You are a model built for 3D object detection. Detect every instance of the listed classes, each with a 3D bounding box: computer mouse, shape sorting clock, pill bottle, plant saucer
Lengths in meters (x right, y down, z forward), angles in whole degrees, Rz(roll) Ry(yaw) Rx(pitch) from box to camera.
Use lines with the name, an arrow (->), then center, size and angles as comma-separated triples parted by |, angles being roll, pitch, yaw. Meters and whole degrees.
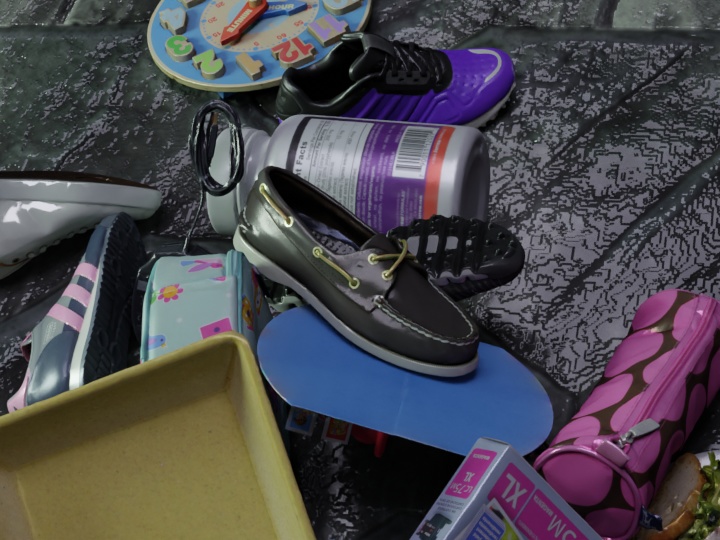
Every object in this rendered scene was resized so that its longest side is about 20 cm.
computer mouse -> -0.124, -0.028, 1.412 | 0.058, 0.034, 0.201 | 17, 93, 12
shape sorting clock -> -0.088, -0.223, 1.647 | 0.199, 0.039, 0.201 | -5, 47, 6
pill bottle -> -0.010, -0.060, 1.431 | 0.199, 0.112, 0.112 | 6, 49, 16
plant saucer -> -0.126, 0.163, 1.144 | 0.199, 0.048, 0.201 | -21, 80, 6

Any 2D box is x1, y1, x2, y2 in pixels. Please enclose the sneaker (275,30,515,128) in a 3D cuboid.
sneaker -> 0.027, -0.151, 1.514 | 0.199, 0.100, 0.070 | -16, 49, -3

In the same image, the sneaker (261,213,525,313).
sneaker -> 0.031, 0.017, 1.362 | 0.199, 0.091, 0.067 | -11, 40, 22

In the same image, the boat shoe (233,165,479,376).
boat shoe -> 0.000, 0.000, 1.277 | 0.201, 0.061, 0.072 | 32, 33, 23

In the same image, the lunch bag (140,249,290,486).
lunch bag -> -0.091, 0.094, 1.279 | 0.077, 0.161, 0.201 | -9, 52, 10

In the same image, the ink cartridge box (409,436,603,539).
ink cartridge box -> 0.062, 0.216, 1.140 | 0.200, 0.119, 0.042 | -52, 25, -17

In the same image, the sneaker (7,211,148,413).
sneaker -> -0.213, 0.034, 1.419 | 0.082, 0.070, 0.200 | -14, 38, 20

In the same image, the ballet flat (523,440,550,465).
ballet flat -> 0.090, 0.182, 1.219 | 0.072, 0.072, 0.201 | 5, 50, 16

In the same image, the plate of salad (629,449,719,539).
plate of salad -> 0.244, 0.187, 1.198 | 0.199, 0.048, 0.201 | -5, 47, 6

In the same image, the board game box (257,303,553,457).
board game box -> 0.026, 0.085, 1.249 | 0.199, 0.039, 0.158 | 16, 25, 1

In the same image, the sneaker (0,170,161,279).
sneaker -> -0.257, -0.035, 1.504 | 0.199, 0.085, 0.073 | -1, 8, -11

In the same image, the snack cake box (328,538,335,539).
snack cake box -> -0.101, 0.249, 1.197 | 0.199, 0.067, 0.115 | -11, 48, 2

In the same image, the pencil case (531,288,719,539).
pencil case -> 0.187, 0.089, 1.245 | 0.090, 0.094, 0.200 | 25, 44, 14
